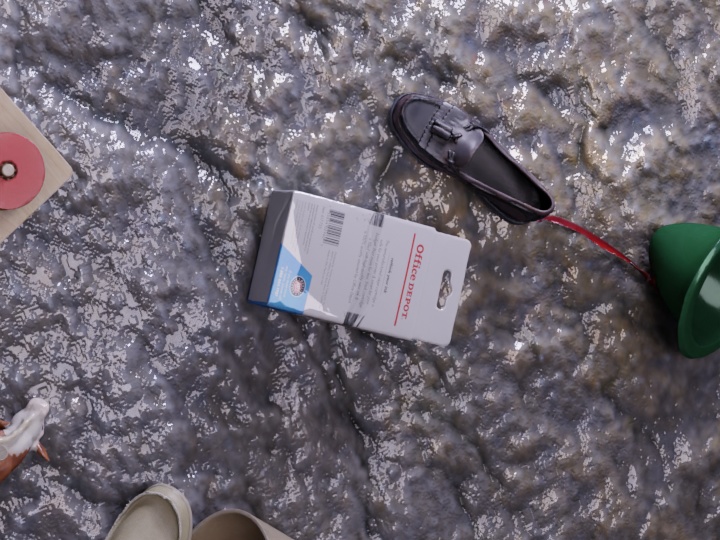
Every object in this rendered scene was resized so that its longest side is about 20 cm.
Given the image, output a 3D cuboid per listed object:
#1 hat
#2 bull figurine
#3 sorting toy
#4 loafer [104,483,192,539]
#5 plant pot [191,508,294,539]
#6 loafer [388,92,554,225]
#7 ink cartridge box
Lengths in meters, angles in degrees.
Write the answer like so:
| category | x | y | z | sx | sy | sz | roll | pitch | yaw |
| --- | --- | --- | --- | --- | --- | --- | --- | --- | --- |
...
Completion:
| category | x | y | z | sx | sy | sz | roll | pitch | yaw |
| --- | --- | --- | --- | --- | --- | --- | --- | --- | --- |
| hat | 0.328 | -0.021 | 1.760 | 0.166 | 0.176 | 0.200 | -49 | 146 | -16 |
| bull figurine | -0.363 | 0.173 | 1.427 | 0.199 | 0.121 | 0.065 | -28 | 78 | -14 |
| sorting toy | -0.387 | -0.096 | 1.428 | 0.199 | 0.070 | 0.200 | -46 | 107 | -15 |
| loafer | -0.221 | 0.294 | 1.500 | 0.075 | 0.068 | 0.201 | 25 | 82 | 8 |
| plant pot | -0.068 | 0.347 | 1.532 | 0.199 | 0.187 | 0.188 | 27 | 81 | -34 |
| loafer | 0.120 | -0.118 | 1.643 | 0.200 | 0.063 | 0.072 | 36 | 78 | -20 |
| ink cartridge box | 0.000 | 0.000 | 1.594 | 0.199 | 0.068 | 0.117 | 15 | 86 | -22 |
